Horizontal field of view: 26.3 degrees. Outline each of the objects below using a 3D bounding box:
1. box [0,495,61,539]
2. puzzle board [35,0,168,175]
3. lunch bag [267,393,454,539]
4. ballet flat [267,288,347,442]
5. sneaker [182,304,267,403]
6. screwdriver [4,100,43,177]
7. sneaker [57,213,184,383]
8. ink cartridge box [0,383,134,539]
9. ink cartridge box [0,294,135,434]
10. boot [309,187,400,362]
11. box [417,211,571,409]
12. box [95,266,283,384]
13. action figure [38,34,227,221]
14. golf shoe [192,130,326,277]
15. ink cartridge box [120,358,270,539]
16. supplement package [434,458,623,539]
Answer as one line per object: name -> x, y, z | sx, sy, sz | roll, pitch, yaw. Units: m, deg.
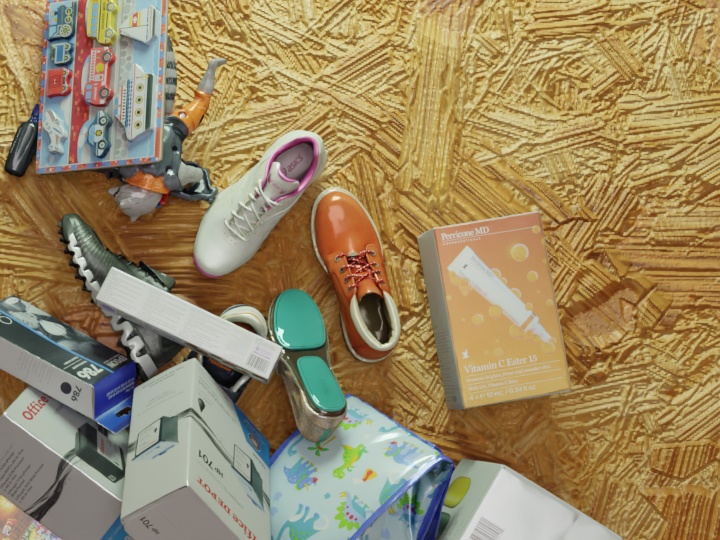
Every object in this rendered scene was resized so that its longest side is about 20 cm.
box -> -0.322, 0.305, 1.642 | 0.200, 0.039, 0.137 | 35, 82, -4
puzzle board -> -0.278, -0.206, 1.645 | 0.151, 0.017, 0.200 | -4, 77, 21
lunch bag -> -0.014, 0.243, 1.615 | 0.200, 0.170, 0.127 | -55, 136, -6
ballet flat -> -0.065, 0.106, 1.657 | 0.068, 0.200, 0.067 | 4, 130, -18
sneaker -> -0.166, 0.125, 1.660 | 0.078, 0.079, 0.200 | 27, 84, -6
screwdriver -> -0.344, -0.196, 1.684 | 0.028, 0.029, 0.200 | 21, 84, -6
sneaker -> -0.250, 0.016, 1.665 | 0.090, 0.066, 0.200 | -31, 94, -12
ink cartridge box -> -0.286, 0.205, 1.592 | 0.200, 0.145, 0.084 | 37, 110, -4
ink cartridge box -> -0.311, 0.095, 1.605 | 0.200, 0.099, 0.039 | 28, 110, 9
boot -> 0.000, 0.000, 1.680 | 0.075, 0.107, 0.200 | -17, 87, -7
box -> 0.146, 0.046, 1.700 | 0.124, 0.097, 0.200 | -10, 87, -9
box -> -0.178, 0.058, 1.607 | 0.200, 0.039, 0.041 | 24, 76, -1
action figure -> -0.244, -0.151, 1.660 | 0.200, 0.105, 0.194 | 9, 75, -8
golf shoe -> -0.112, -0.078, 1.677 | 0.075, 0.092, 0.200 | 39, 83, -5
ink cartridge box -> -0.162, 0.211, 1.545 | 0.086, 0.200, 0.146 | -30, 121, 13
supplement package -> 0.152, 0.303, 1.628 | 0.151, 0.200, 0.152 | 32, 82, -4
